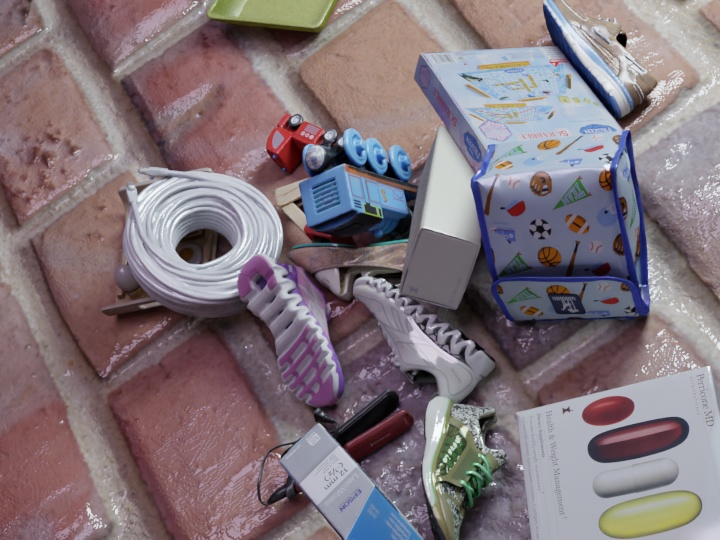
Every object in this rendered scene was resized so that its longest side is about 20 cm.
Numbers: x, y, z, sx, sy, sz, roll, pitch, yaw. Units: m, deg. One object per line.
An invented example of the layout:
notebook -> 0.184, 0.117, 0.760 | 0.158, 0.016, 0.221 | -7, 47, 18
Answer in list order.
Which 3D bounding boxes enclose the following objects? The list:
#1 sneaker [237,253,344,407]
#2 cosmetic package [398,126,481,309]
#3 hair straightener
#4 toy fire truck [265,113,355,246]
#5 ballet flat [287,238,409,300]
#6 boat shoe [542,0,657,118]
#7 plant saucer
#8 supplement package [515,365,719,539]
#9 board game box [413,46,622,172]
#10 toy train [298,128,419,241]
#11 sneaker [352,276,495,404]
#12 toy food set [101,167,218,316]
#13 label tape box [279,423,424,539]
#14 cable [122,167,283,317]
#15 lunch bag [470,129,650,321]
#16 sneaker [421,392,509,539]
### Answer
sneaker -> -0.064, 0.067, 1.744 | 0.080, 0.088, 0.201 | -42, 65, 30
cosmetic package -> 0.100, -0.064, 1.698 | 0.072, 0.104, 0.201 | 15, 41, -3
hair straightener -> -0.038, 0.197, 1.671 | 0.199, 0.041, 0.077 | -36, 49, 3
toy fire truck -> -0.062, -0.112, 1.886 | 0.199, 0.049, 0.142 | 27, 73, 37
ballet flat -> 0.000, 0.000, 1.772 | 0.198, 0.068, 0.068 | -3, 74, 24
boat shoe -> 0.296, -0.273, 1.827 | 0.072, 0.072, 0.201 | -29, 60, -3
plant saucer -> -0.094, -0.416, 2.116 | 0.198, 0.048, 0.201 | 10, 62, 31
supplement package -> 0.272, 0.228, 1.429 | 0.198, 0.147, 0.193 | -16, 52, 15
board game box -> 0.192, -0.192, 1.763 | 0.198, 0.041, 0.200 | -6, 45, -24
toy train -> 0.002, -0.095, 1.759 | 0.086, 0.199, 0.116 | -18, 74, 29
sneaker -> 0.057, 0.077, 1.679 | 0.199, 0.075, 0.081 | 37, 91, 29
toy food set -> -0.262, -0.038, 1.919 | 0.142, 0.061, 0.202 | -12, 54, 17
label tape box -> 0.014, 0.261, 1.497 | 0.066, 0.144, 0.200 | -43, 35, -7
cable -> -0.196, -0.033, 1.835 | 0.197, 0.070, 0.202 | 2, 55, -8
lunch bag -> 0.223, -0.034, 1.609 | 0.168, 0.202, 0.124 | -2, 28, 23
sneaker -> 0.112, 0.209, 1.553 | 0.087, 0.077, 0.201 | -6, 45, 11
